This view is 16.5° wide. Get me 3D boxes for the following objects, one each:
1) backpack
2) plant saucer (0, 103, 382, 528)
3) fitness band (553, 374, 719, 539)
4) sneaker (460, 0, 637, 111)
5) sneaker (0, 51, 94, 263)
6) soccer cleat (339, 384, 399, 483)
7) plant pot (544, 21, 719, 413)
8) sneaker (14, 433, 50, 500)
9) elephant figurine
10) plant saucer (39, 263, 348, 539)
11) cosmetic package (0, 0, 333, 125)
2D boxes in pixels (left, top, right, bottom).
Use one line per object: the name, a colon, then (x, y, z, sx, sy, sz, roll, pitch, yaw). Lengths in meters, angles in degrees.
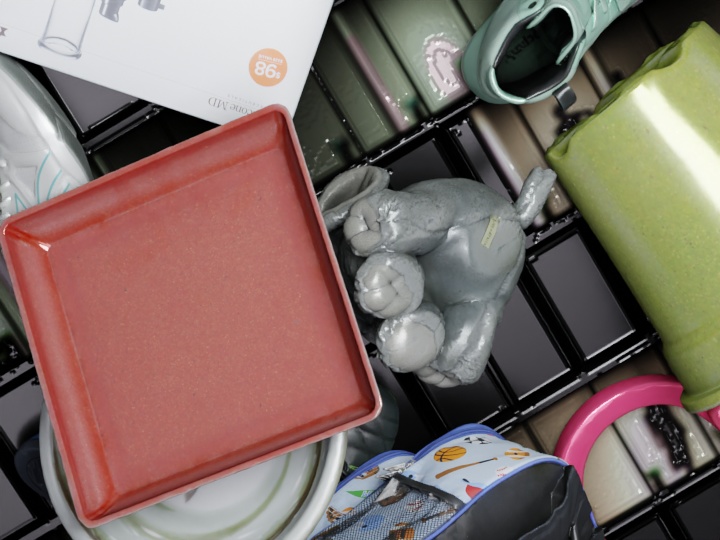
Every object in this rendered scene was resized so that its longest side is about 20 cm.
backpack: (0.059, 0.196, 1.573, 0.190, 0.154, 0.200, -32, 129, -24)
plant saucer: (-0.099, 0.029, 1.477, 0.200, 0.037, 0.200, -22, 74, 15)
fitness band: (0.214, 0.161, 1.655, 0.144, 0.037, 0.200, -37, 102, 6)
sneaker: (0.146, -0.176, 1.529, 0.074, 0.118, 0.200, 39, 95, -11)
sneaker: (-0.199, -0.043, 1.550, 0.080, 0.070, 0.200, -27, 104, 4)
soccer cleat: (-0.047, 0.155, 1.602, 0.200, 0.081, 0.068, -45, 103, 5)
plant pot: (0.221, -0.046, 1.542, 0.200, 0.200, 0.184, -40, 92, 4)
sneaker: (-0.122, 0.109, 1.593, 0.200, 0.078, 0.066, -5, 132, 19)
elephant figurine: (0.000, 0.000, 1.560, 0.155, 0.200, 0.142, 7, 86, -33)
plant saucer: (-0.096, 0.098, 1.510, 0.200, 0.050, 0.200, -3, 80, 18)
cosmetic package: (-0.118, -0.181, 1.537, 0.200, 0.052, 0.151, 18, 102, -9)
